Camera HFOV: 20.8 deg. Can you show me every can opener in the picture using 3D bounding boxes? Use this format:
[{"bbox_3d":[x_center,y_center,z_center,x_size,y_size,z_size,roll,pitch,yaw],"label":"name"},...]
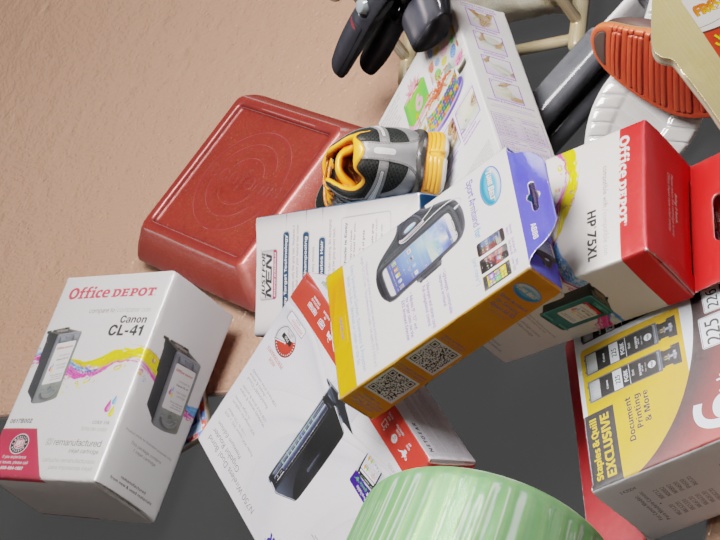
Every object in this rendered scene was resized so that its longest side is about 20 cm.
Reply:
[{"bbox_3d":[0.204,-0.163,1.583,0.200,0.053,0.067,-48,41,1],"label":"can opener"},{"bbox_3d":[0.017,-0.206,1.633,0.200,0.063,0.079,144,126,-63],"label":"can opener"}]

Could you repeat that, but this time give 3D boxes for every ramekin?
[{"bbox_3d":[0.074,0.216,1.290,0.199,0.200,0.098,-7,46,37],"label":"ramekin"}]

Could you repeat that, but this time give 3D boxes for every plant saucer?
[{"bbox_3d":[-0.100,-0.075,1.780,0.199,0.037,0.200,22,70,47],"label":"plant saucer"}]

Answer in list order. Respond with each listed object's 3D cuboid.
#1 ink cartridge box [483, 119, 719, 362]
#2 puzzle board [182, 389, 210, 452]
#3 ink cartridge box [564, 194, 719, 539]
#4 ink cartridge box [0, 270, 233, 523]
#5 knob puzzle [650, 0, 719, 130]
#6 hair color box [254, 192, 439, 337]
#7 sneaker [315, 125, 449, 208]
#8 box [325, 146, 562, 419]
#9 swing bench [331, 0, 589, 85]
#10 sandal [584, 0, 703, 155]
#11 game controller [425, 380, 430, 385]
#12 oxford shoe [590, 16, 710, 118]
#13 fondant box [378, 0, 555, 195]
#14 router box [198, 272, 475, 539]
[{"bbox_3d":[0.165,-0.025,1.366,0.199,0.067,0.117,-23,46,31],"label":"ink cartridge box"},{"bbox_3d":[-0.205,0.103,1.753,0.150,0.017,0.200,-31,43,18],"label":"puzzle board"},{"bbox_3d":[0.206,0.076,1.366,0.175,0.084,0.201,-27,44,25],"label":"ink cartridge box"},{"bbox_3d":[-0.215,0.107,1.682,0.147,0.086,0.201,-3,59,40],"label":"ink cartridge box"},{"bbox_3d":[0.299,-0.191,1.419,0.219,0.030,0.221,-4,60,7],"label":"knob puzzle"},{"bbox_3d":[0.000,0.000,1.542,0.200,0.060,0.101,-6,81,48],"label":"hair color box"},{"bbox_3d":[0.001,-0.079,1.598,0.200,0.077,0.079,150,125,-64],"label":"sneaker"},{"bbox_3d":[0.063,0.003,1.359,0.200,0.041,0.119,-34,40,26],"label":"box"},{"bbox_3d":[0.109,-0.287,1.711,0.198,0.130,0.201,-7,49,38],"label":"swing bench"},{"bbox_3d":[0.242,-0.154,1.541,0.082,0.050,0.203,25,90,12],"label":"sandal"},{"bbox_3d":[-0.020,0.088,1.585,0.200,0.042,0.105,-29,44,19],"label":"game controller"},{"bbox_3d":[0.273,-0.159,1.487,0.199,0.071,0.073,19,52,20],"label":"oxford shoe"},{"bbox_3d":[0.083,-0.102,1.586,0.145,0.058,0.200,-60,31,37],"label":"fondant box"},{"bbox_3d":[-0.022,0.135,1.465,0.180,0.049,0.200,-56,48,26],"label":"router box"}]
